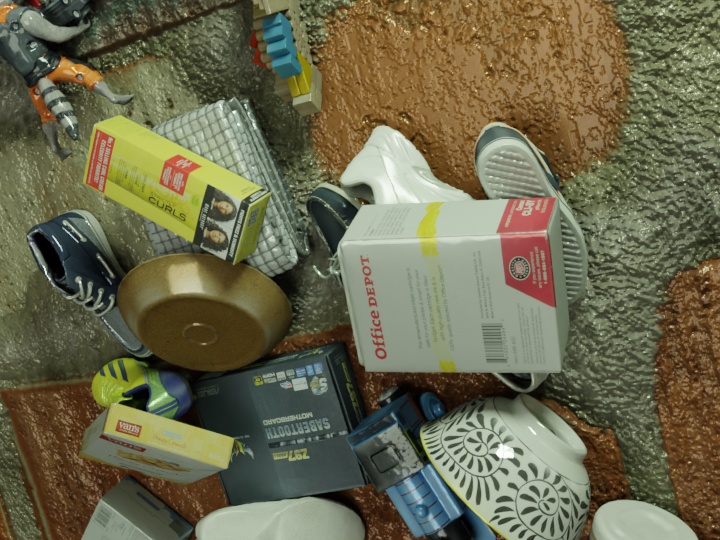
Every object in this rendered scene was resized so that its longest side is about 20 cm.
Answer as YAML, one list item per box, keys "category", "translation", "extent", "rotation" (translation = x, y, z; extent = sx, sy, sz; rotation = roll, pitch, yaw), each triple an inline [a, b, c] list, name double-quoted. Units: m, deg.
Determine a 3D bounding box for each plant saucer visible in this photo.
- category: "plant saucer"
  translation: [-0.175, 0.058, 1.217]
  extent: [0.196, 0.036, 0.202]
  rotation: [2, 141, 2]

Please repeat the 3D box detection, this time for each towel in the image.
- category: "towel"
  translation: [-0.161, -0.077, 1.214]
  extent: [0.163, 0.085, 0.203]
  rotation: [-19, 98, 29]

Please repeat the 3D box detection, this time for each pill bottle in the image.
- category: "pill bottle"
  translation: [0.271, 0.351, 1.130]
  extent: [0.109, 0.111, 0.204]
  rotation: [17, 111, 18]

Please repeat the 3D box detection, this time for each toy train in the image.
- category: "toy train"
  translation: [0.072, 0.222, 1.178]
  extent: [0.086, 0.114, 0.202]
  rotation: [-31, 91, 28]

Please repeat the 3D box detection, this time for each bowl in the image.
- category: "bowl"
  translation: [0.164, 0.187, 1.095]
  extent: [0.200, 0.201, 0.095]
  rotation: [40, 102, 8]

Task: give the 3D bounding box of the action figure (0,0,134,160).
- category: "action figure"
  translation: [-0.344, -0.250, 1.235]
  extent: [0.199, 0.105, 0.194]
  rotation: [-34, 100, 30]

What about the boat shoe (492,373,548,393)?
- category: "boat shoe"
  translation: [0.116, 0.045, 1.135]
  extent: [0.072, 0.066, 0.201]
  rotation: [-41, 87, 28]

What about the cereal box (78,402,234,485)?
- category: "cereal box"
  translation: [-0.238, 0.203, 1.257]
  extent: [0.142, 0.040, 0.200]
  rotation: [19, 159, -16]

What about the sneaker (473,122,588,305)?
- category: "sneaker"
  translation: [0.169, -0.059, 1.082]
  extent: [0.077, 0.080, 0.202]
  rotation: [-20, 121, 11]

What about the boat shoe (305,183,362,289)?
- category: "boat shoe"
  translation: [0.000, 0.000, 1.165]
  extent: [0.201, 0.061, 0.075]
  rotation: [55, 152, 0]

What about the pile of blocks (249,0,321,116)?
- category: "pile of blocks"
  translation: [-0.099, -0.255, 1.134]
  extent: [0.061, 0.082, 0.204]
  rotation: [-11, 101, 25]

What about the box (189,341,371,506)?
- category: "box"
  translation: [-0.088, 0.181, 1.272]
  extent: [0.197, 0.051, 0.160]
  rotation: [-13, 100, 27]

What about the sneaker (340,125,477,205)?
- category: "sneaker"
  translation: [0.059, -0.048, 1.109]
  extent: [0.200, 0.078, 0.099]
  rotation: [42, 77, 16]

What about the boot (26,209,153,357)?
- category: "boot"
  translation: [-0.320, 0.026, 1.307]
  extent: [0.072, 0.090, 0.202]
  rotation: [-34, 90, 27]

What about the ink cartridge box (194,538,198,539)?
- category: "ink cartridge box"
  translation: [-0.170, 0.374, 1.280]
  extent: [0.158, 0.200, 0.051]
  rotation: [-9, 104, 25]

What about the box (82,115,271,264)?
- category: "box"
  translation: [-0.194, -0.086, 1.149]
  extent: [0.198, 0.050, 0.076]
  rotation: [29, 118, 15]

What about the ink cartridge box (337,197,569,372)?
- category: "ink cartridge box"
  translation: [0.091, 0.014, 1.039]
  extent: [0.196, 0.084, 0.147]
  rotation: [-1, 118, 19]

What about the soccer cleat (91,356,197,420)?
- category: "soccer cleat"
  translation: [-0.277, 0.148, 1.307]
  extent: [0.198, 0.083, 0.066]
  rotation: [-2, 111, 47]

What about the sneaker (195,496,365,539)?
- category: "sneaker"
  translation: [-0.095, 0.298, 1.284]
  extent: [0.196, 0.088, 0.077]
  rotation: [6, 84, -16]

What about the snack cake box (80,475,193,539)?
- category: "snack cake box"
  translation: [-0.310, 0.383, 1.420]
  extent: [0.114, 0.067, 0.202]
  rotation: [34, 116, 9]
